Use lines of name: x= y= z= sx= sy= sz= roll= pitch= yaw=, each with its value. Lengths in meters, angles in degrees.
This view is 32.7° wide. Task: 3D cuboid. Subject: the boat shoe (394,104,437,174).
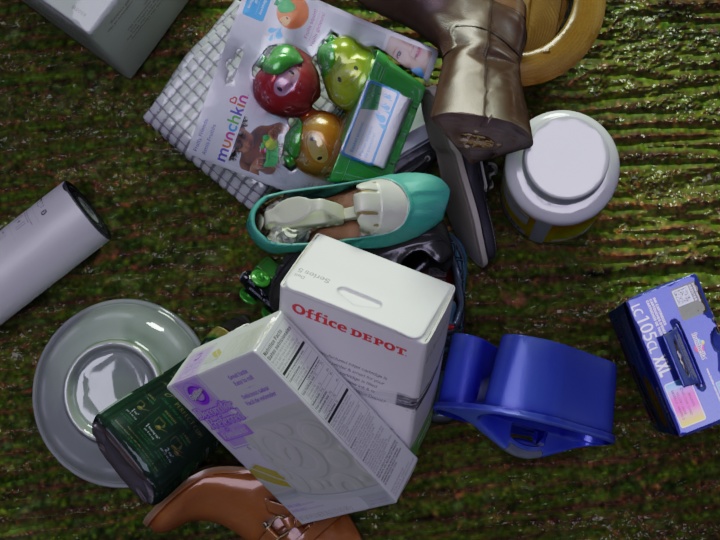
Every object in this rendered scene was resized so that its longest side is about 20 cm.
boat shoe: x=0.043 y=-0.120 z=1.290 sx=0.199 sy=0.069 sz=0.057 roll=-35 pitch=115 yaw=-3

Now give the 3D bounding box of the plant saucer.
plant saucer: x=-0.255 y=0.129 z=1.289 sx=0.198 sy=0.050 sz=0.202 roll=0 pitch=84 yaw=4

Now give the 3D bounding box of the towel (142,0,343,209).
towel: x=-0.106 y=-0.183 z=1.296 sx=0.165 sy=0.086 sz=0.200 roll=40 pitch=90 yaw=9

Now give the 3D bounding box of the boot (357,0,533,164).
boot: x=0.071 y=-0.193 z=1.133 sx=0.184 sy=0.064 sz=0.201 roll=9 pitch=53 yaw=-3

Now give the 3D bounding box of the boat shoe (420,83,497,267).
boat shoe: x=0.117 y=-0.100 z=1.248 sx=0.062 sy=0.073 sz=0.202 roll=-23 pitch=113 yaw=-15

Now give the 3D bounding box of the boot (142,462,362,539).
boot: x=-0.109 y=0.259 z=1.253 sx=0.199 sy=0.074 sz=0.156 roll=-31 pitch=86 yaw=3

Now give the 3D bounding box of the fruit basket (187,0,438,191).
fruit basket: x=-0.045 y=-0.164 z=1.189 sx=0.198 sy=0.094 sz=0.187 roll=20 pitch=97 yaw=-16

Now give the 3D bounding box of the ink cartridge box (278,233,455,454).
ink cartridge box: x=0.000 y=0.083 z=1.154 sx=0.144 sy=0.201 sz=0.084 roll=21 pitch=46 yaw=14

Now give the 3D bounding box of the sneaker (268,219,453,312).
sneaker: x=0.000 y=0.000 z=1.200 sx=0.199 sy=0.076 sz=0.091 roll=-29 pitch=62 yaw=13

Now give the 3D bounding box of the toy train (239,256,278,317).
toy train: x=-0.041 y=0.061 z=1.275 sx=0.200 sy=0.056 sz=0.042 roll=40 pitch=127 yaw=4

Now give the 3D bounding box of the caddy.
caddy: x=0.162 y=0.129 z=1.188 sx=0.141 sy=0.199 sz=0.106 roll=-4 pitch=73 yaw=47

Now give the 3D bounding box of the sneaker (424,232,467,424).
sneaker: x=0.071 y=0.055 z=1.246 sx=0.078 sy=0.096 sz=0.202 roll=-4 pitch=83 yaw=8

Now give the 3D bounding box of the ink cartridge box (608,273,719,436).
ink cartridge box: x=0.303 y=0.082 z=1.171 sx=0.076 sy=0.200 sz=0.138 roll=-21 pitch=82 yaw=2

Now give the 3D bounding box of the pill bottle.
pill bottle: x=0.193 y=-0.091 z=1.199 sx=0.108 sy=0.200 sz=0.110 roll=0 pitch=84 yaw=4

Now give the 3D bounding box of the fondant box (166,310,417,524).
fondant box: x=-0.064 y=0.142 z=1.140 sx=0.200 sy=0.144 sz=0.058 roll=49 pitch=47 yaw=-17

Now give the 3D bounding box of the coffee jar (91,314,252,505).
coffee jar: x=-0.162 y=0.135 z=1.229 sx=0.199 sy=0.085 sz=0.104 roll=-36 pitch=76 yaw=-27

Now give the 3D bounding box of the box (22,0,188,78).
box: x=-0.277 y=-0.352 z=1.282 sx=0.199 sy=0.171 sz=0.200 roll=35 pitch=88 yaw=8

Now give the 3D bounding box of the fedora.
fedora: x=0.156 y=-0.268 z=1.272 sx=0.198 sy=0.082 sz=0.203 roll=1 pitch=70 yaw=-4

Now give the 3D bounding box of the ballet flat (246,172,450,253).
ballet flat: x=-0.015 y=-0.052 z=1.150 sx=0.198 sy=0.070 sz=0.068 roll=-9 pitch=84 yaw=10

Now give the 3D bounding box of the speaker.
speaker: x=-0.367 y=-0.004 z=1.297 sx=0.199 sy=0.081 sz=0.081 roll=-38 pitch=82 yaw=-1
